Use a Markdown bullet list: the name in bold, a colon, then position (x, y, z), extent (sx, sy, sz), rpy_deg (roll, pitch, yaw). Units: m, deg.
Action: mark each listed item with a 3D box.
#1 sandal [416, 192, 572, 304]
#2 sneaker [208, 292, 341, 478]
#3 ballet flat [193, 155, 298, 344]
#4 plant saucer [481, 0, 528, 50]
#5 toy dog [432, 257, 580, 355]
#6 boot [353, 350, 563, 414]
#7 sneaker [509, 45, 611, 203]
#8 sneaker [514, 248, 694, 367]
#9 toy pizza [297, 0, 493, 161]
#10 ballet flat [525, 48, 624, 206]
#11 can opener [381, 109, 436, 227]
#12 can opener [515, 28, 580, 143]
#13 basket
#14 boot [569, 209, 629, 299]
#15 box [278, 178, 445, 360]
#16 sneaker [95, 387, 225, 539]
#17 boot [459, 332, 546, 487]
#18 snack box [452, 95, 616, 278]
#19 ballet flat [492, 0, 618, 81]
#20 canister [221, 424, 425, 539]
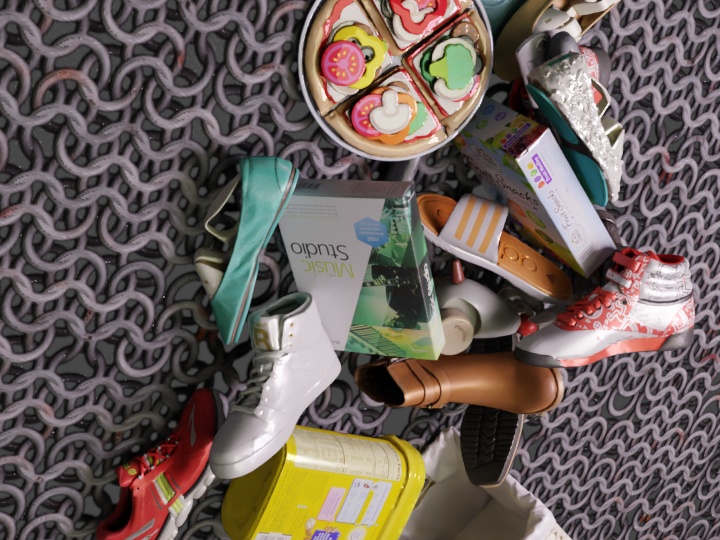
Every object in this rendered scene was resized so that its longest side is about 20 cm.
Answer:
- **sandal**: position (0.151, -0.039, 1.163), extent (0.206, 0.079, 0.059), rpy_deg (28, 130, -9)
- **sneaker**: position (-0.099, 0.102, 1.067), extent (0.200, 0.074, 0.116), rpy_deg (-50, 133, -45)
- **ballet flat**: position (-0.122, -0.024, 1.044), extent (0.070, 0.067, 0.200), rpy_deg (17, 113, -10)
- **plant saucer**: position (0.129, -0.299, 1.094), extent (0.200, 0.027, 0.200), rpy_deg (-16, 122, -28)
- **toy dog**: position (0.158, 0.030, 1.211), extent (0.200, 0.132, 0.096), rpy_deg (-10, 125, -30)
- **boot**: position (0.105, 0.120, 1.185), extent (0.155, 0.200, 0.077), rpy_deg (-2, 102, -42)
- **sneaker**: position (0.211, -0.149, 1.203), extent (0.108, 0.067, 0.202), rpy_deg (-8, 114, -30)
- **sneaker**: position (0.255, 0.035, 1.139), extent (0.201, 0.067, 0.108), rpy_deg (-7, 105, -11)
- **toy pizza**: position (0.039, -0.202, 1.042), extent (0.200, 0.032, 0.201), rpy_deg (-5, 108, -16)
- **ballet flat**: position (0.226, -0.139, 1.060), extent (0.072, 0.072, 0.200), rpy_deg (-46, 138, -6)
- **can opener**: position (0.037, -0.083, 1.126), extent (0.079, 0.063, 0.200), rpy_deg (17, 94, -12)
- **can opener**: position (0.208, -0.160, 1.116), extent (0.053, 0.067, 0.200), rpy_deg (-26, 132, 0)
- **basket**: position (0.137, 0.340, 1.320), extent (0.198, 0.200, 0.161), rpy_deg (-49, 133, -3)
- **boot**: position (0.290, 0.036, 1.279), extent (0.069, 0.174, 0.200), rpy_deg (-7, 115, 4)
- **box**: position (0.000, 0.000, 1.090), extent (0.036, 0.144, 0.200), rpy_deg (-59, 143, -45)
- **sneaker**: position (-0.204, 0.206, 1.100), extent (0.085, 0.077, 0.200), rpy_deg (25, 95, -30)
- **boot**: position (0.189, 0.178, 1.301), extent (0.138, 0.077, 0.200), rpy_deg (40, 53, -44)
- **snack box**: position (0.179, -0.093, 1.158), extent (0.053, 0.142, 0.200), rpy_deg (-45, 131, -6)
- **ballet flat**: position (0.217, -0.269, 1.111), extent (0.200, 0.063, 0.069), rpy_deg (-45, 123, -7)
- **canister**: position (-0.042, 0.250, 1.224), extent (0.200, 0.087, 0.149), rpy_deg (17, 103, -37)
